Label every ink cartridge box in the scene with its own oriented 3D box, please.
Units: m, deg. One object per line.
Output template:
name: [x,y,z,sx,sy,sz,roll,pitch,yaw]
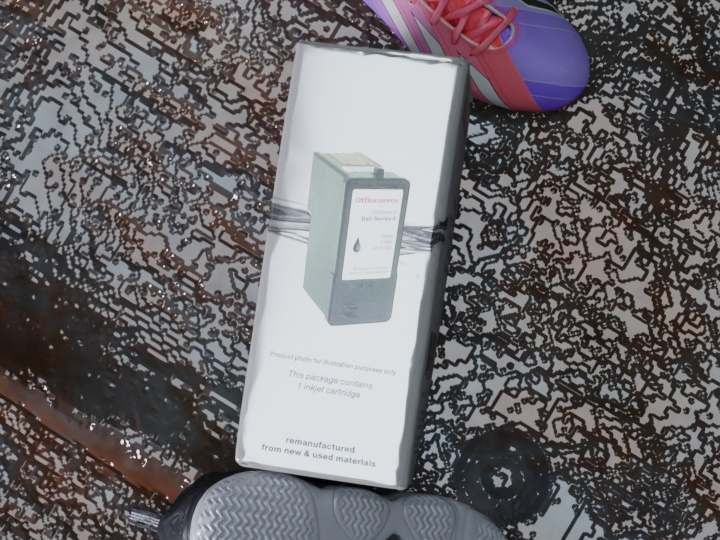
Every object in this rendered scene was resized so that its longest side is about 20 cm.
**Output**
ink cartridge box: [0.000,0.000,1.043,0.084,0.146,0.201,8,86,4]

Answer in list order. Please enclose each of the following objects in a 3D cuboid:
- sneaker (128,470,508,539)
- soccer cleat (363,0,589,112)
sneaker: [-0.018,0.141,1.072,0.200,0.114,0.076,19,78,-33]
soccer cleat: [0.032,-0.150,1.086,0.200,0.076,0.067,40,88,4]
